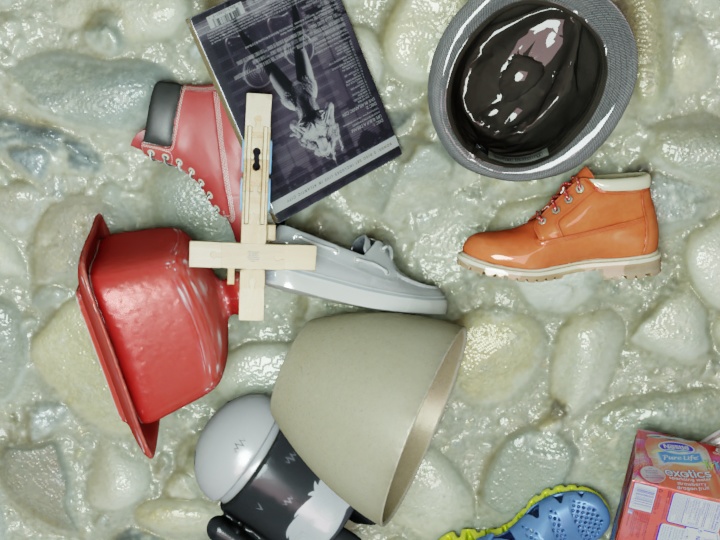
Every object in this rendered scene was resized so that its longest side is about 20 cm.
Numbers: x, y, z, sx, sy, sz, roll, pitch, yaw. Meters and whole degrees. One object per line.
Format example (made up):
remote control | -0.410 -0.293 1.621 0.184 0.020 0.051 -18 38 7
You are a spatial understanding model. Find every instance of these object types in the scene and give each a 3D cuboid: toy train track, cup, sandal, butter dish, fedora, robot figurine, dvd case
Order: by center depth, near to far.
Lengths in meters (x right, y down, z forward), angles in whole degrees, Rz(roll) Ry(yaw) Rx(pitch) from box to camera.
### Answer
toy train track | -0.095 -0.057 1.136 0.113 0.033 0.203 2 96 -5
fedora | 0.154 -0.181 1.149 0.176 0.090 0.201 28 114 -5
dvd case | -0.057 -0.167 1.164 0.148 0.016 0.202 -30 107 -23
butter dish | -0.173 0.040 1.187 0.146 0.200 0.201 -17 107 0
cup | -0.001 0.119 1.193 0.142 0.200 0.202 23 108 11
robot figurine | -0.074 0.212 1.274 0.199 0.151 0.125 36 123 -10
sandal | 0.169 0.292 1.307 0.199 0.087 0.080 -29 103 9

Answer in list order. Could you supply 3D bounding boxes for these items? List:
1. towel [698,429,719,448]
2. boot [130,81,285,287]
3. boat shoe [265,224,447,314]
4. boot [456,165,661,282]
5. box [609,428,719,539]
towel | 0.422 0.248 1.310 0.190 0.032 0.201 -34 103 13
boot | -0.146 -0.081 1.209 0.142 0.072 0.203 -1 100 3
boat shoe | 0.000 0.000 1.211 0.198 0.072 0.069 12 86 -23
boot | 0.188 -0.045 1.207 0.197 0.075 0.109 -5 105 -5
box | 0.303 0.274 1.262 0.101 0.095 0.202 12 118 11
